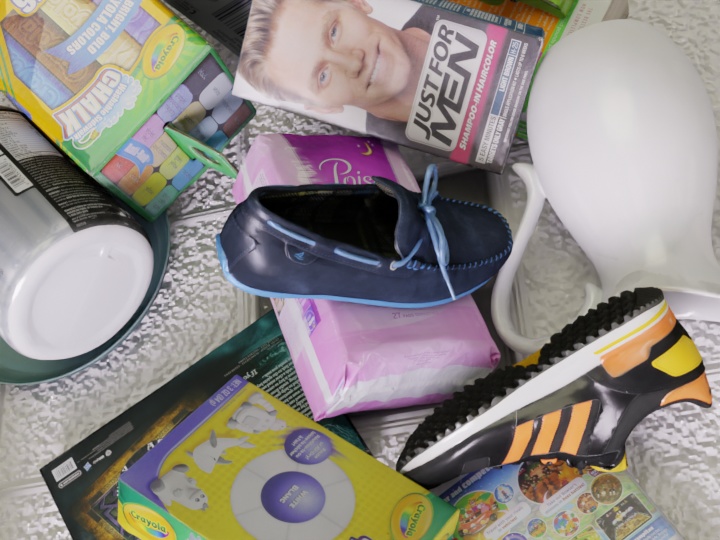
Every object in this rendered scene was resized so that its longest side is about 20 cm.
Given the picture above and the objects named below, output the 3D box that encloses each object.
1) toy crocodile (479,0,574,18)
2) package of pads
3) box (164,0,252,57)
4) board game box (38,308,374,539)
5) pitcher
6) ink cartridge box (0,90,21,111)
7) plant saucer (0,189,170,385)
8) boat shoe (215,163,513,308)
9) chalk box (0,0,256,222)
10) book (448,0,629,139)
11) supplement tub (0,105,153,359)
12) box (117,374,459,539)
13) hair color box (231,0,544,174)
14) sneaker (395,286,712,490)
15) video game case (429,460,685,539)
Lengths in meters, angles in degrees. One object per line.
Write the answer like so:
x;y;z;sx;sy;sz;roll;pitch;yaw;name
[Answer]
0.069;-0.243;0.878;0.199;0.062;0.068;24;81;2;toy crocodile
0.000;0.000;0.800;0.120;0.076;0.201;-2;53;-30;package of pads
-0.073;-0.285;0.932;0.105;0.184;0.201;-13;51;50;box
-0.105;0.133;0.808;0.199;0.028;0.136;-34;58;-4;board game box
0.156;-0.051;0.787;0.170;0.121;0.201;-15;70;14;pitcher
-0.255;-0.219;0.948;0.145;0.200;0.084;-42;59;-9;ink cartridge box
-0.235;0.000;0.923;0.199;0.027;0.201;-7;61;13;plant saucer
0.015;-0.018;0.720;0.199;0.069;0.084;-8;56;-31;boat shoe
-0.166;-0.125;0.867;0.200;0.124;0.124;43;86;18;chalk box
0.087;-0.183;0.919;0.199;0.048;0.134;23;74;27;book
-0.250;-0.038;0.862;0.122;0.123;0.200;-43;58;-10;supplement tub
-0.033;0.153;0.708;0.199;0.049;0.117;29;44;20;box
0.019;-0.145;0.833;0.199;0.061;0.101;17;109;4;hair color box
0.116;0.096;0.719;0.200;0.070;0.090;-35;95;15;sneaker
0.125;0.188;0.715;0.143;0.018;0.200;-35;58;-4;video game case
